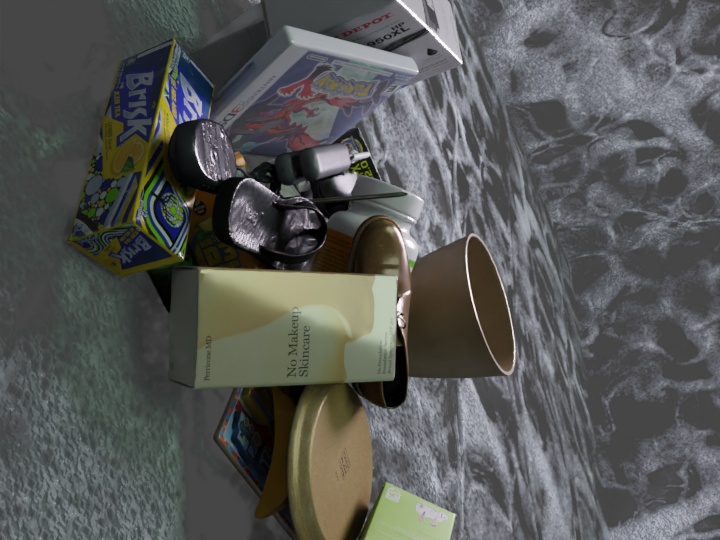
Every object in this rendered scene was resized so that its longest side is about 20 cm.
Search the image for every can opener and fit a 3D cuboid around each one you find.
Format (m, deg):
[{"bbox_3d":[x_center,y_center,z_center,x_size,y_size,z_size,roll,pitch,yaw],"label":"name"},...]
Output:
[{"bbox_3d":[-0.034,-0.104,0.816,0.200,0.053,0.067,-39,119,-70],"label":"can opener"}]

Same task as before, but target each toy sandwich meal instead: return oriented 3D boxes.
[{"bbox_3d":[-0.047,0.189,0.750,0.205,0.070,0.206,-6,90,-69],"label":"toy sandwich meal"}]

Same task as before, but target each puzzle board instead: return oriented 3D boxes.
[{"bbox_3d":[-0.076,0.184,0.786,0.201,0.017,0.151,61,26,-29],"label":"puzzle board"}]

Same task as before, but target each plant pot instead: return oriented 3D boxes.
[{"bbox_3d":[0.083,0.068,0.997,0.187,0.199,0.188,46,35,-48],"label":"plant pot"}]

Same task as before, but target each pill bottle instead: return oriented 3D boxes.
[{"bbox_3d":[0.000,0.000,0.848,0.111,0.111,0.201,17,94,-64],"label":"pill bottle"}]

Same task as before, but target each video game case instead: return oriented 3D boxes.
[{"bbox_3d":[-0.062,-0.171,0.763,0.200,0.182,0.023,-8,70,-51],"label":"video game case"}]

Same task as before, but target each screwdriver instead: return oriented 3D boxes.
[{"bbox_3d":[-0.046,-0.075,0.776,0.028,0.199,0.029,65,25,-45],"label":"screwdriver"}]

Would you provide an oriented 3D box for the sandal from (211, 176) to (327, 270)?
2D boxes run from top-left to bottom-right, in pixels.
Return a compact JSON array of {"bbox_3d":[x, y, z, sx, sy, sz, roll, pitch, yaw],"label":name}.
[{"bbox_3d":[-0.068,-0.036,0.684,0.200,0.048,0.076,9,90,-71],"label":"sandal"}]

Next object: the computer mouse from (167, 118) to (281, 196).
[{"bbox_3d":[-0.118,-0.090,0.663,0.200,0.034,0.059,16,67,-74],"label":"computer mouse"}]

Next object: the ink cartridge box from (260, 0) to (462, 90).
[{"bbox_3d":[0.006,-0.262,0.795,0.200,0.144,0.085,8,69,-64],"label":"ink cartridge box"}]

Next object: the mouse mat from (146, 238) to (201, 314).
[{"bbox_3d":[-0.172,-0.062,0.737,0.162,0.007,0.200,67,24,-16],"label":"mouse mat"}]

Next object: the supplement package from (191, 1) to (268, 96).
[{"bbox_3d":[-0.094,-0.263,0.907,0.122,0.119,0.200,61,25,-25],"label":"supplement package"}]

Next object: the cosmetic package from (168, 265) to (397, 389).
[{"bbox_3d":[-0.067,0.050,0.673,0.199,0.071,0.106,1,89,-33],"label":"cosmetic package"}]

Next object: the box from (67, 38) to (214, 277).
[{"bbox_3d":[-0.182,-0.100,0.638,0.064,0.070,0.201,47,37,-50],"label":"box"}]

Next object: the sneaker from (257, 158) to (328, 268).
[{"bbox_3d":[-0.066,-0.037,0.899,0.200,0.075,0.081,51,39,-29],"label":"sneaker"}]

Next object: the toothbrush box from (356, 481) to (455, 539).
[{"bbox_3d":[0.014,0.332,0.716,0.200,0.086,0.146,-58,170,-62],"label":"toothbrush box"}]

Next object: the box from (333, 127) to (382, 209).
[{"bbox_3d":[0.001,-0.112,1.018,0.200,0.044,0.161,-122,-173,-78],"label":"box"}]

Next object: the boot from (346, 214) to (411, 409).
[{"bbox_3d":[0.029,0.044,0.767,0.075,0.073,0.201,-157,-115,-70],"label":"boot"}]

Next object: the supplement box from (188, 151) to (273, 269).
[{"bbox_3d":[-0.117,-0.010,0.735,0.201,0.066,0.069,68,27,-11],"label":"supplement box"}]

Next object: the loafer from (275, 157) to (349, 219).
[{"bbox_3d":[-0.046,-0.095,0.982,0.201,0.063,0.072,63,24,-25],"label":"loafer"}]
